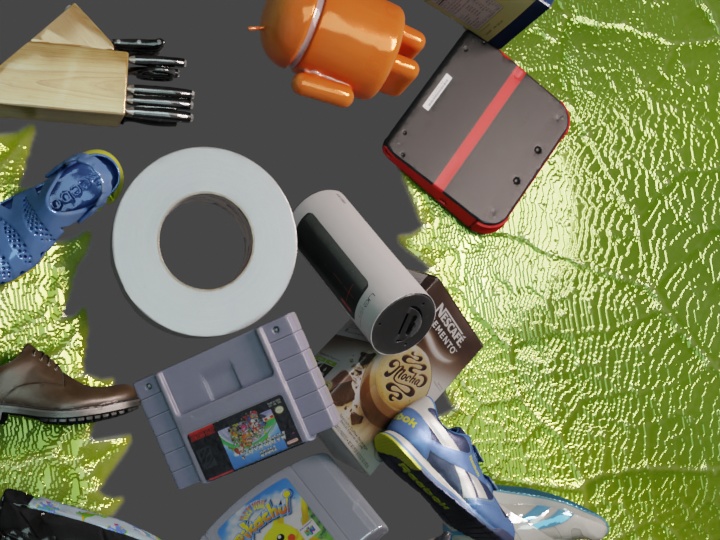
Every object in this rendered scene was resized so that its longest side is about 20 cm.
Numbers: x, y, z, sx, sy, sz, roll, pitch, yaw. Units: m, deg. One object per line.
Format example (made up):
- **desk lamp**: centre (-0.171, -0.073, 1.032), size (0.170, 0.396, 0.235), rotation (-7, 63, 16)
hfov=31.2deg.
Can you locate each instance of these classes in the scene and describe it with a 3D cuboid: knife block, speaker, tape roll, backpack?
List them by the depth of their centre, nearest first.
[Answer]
- **backpack**: centre (-0.268, 0.317, 1.291), size (0.197, 0.154, 0.165), rotation (7, 78, 5)
- **knife block**: centre (-0.285, -0.184, 1.379), size (0.200, 0.064, 0.176), rotation (-45, 97, -18)
- **speaker**: centre (0.000, 0.000, 1.381), size (0.080, 0.082, 0.200), rotation (-19, 45, -21)
- **tape roll**: centre (-0.170, -0.028, 1.389), size (0.197, 0.066, 0.203), rotation (1, 85, -13)

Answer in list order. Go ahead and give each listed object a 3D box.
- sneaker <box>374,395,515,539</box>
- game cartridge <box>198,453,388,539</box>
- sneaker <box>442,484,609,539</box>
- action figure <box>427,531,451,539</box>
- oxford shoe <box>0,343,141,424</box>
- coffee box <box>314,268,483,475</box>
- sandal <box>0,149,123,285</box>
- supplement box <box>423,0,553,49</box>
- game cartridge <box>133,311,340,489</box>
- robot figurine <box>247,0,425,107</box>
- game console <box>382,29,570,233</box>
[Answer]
- **sneaker**: centre (0.106, 0.220, 1.388), size (0.200, 0.074, 0.082), rotation (48, 60, -16)
- **game cartridge**: centre (-0.085, 0.288, 1.360), size (0.199, 0.041, 0.133), rotation (-37, 52, -11)
- **sneaker**: centre (0.187, 0.293, 1.477), size (0.197, 0.076, 0.082), rotation (10, 87, -10)
- **action figure**: centre (0.041, 0.325, 1.374), size (0.199, 0.192, 0.106), rotation (-17, 95, -51)
- **oxford shoe**: centre (-0.323, 0.117, 1.325), size (0.197, 0.073, 0.086), rotation (5, 80, -18)
- **coffee box**: centre (0.027, 0.108, 1.422), size (0.200, 0.080, 0.113), rotation (-47, 120, -17)
- **sandal**: centre (-0.329, -0.062, 1.339), size (0.200, 0.087, 0.080), rotation (-45, 99, -16)
- **supplement box**: centre (0.145, -0.411, 1.507), size (0.198, 0.134, 0.202), rotation (29, 69, -13)
- **game cartridge**: centre (-0.130, 0.140, 1.347), size (0.198, 0.038, 0.131), rotation (-24, 87, 19)
- **robot figurine**: centre (-0.028, -0.267, 1.450), size (0.198, 0.117, 0.145), rotation (19, 105, -16)
- **game console**: centre (0.144, -0.164, 1.543), size (0.176, 0.031, 0.201), rotation (37, 72, -4)
